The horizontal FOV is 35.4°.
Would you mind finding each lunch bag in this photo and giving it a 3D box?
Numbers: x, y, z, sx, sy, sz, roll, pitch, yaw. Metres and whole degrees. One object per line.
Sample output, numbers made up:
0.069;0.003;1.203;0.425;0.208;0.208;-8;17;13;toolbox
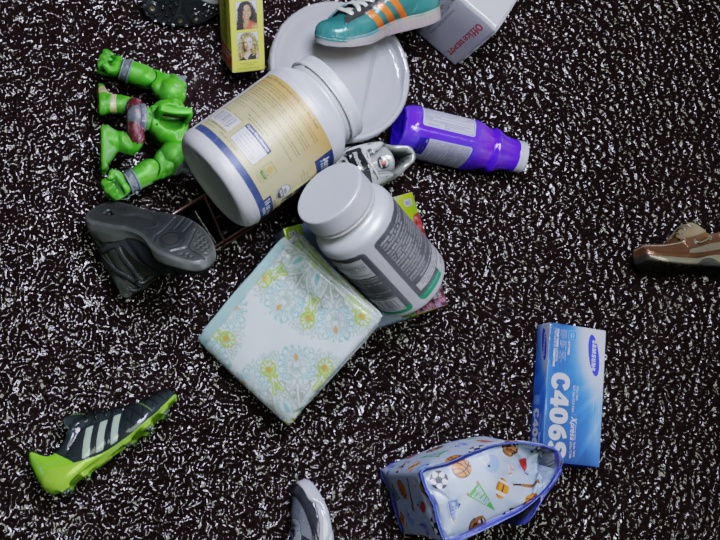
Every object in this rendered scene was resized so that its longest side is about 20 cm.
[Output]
0.154;0.284;1.512;0.199;0.170;0.124;-19;90;-21;lunch bag

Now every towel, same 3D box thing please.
-0.092;0.075;1.484;0.171;0.048;0.200;43;97;8;towel

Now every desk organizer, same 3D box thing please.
-0.174;-0.083;1.517;0.200;0.077;0.072;-35;92;-20;desk organizer

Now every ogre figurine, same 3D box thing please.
-0.284;-0.190;1.486;0.119;0.098;0.201;-1;54;-15;ogre figurine

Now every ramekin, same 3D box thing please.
-0.039;-0.266;1.585;0.201;0.094;0.203;3;79;-17;ramekin

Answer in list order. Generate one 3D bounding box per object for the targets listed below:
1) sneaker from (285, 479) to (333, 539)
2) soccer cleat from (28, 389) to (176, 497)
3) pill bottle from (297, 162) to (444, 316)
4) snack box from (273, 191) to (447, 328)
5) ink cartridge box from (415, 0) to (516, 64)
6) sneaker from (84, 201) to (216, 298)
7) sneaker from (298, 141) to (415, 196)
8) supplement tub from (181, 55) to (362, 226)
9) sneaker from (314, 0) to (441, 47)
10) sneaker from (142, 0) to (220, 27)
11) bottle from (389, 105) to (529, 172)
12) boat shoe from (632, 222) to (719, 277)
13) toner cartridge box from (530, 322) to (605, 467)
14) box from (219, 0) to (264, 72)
-0.094;0.377;1.464;0.113;0.075;0.201;-5;85;-21;sneaker
-0.325;0.202;1.428;0.200;0.068;0.081;-36;80;-20;soccer cleat
0.014;-0.039;1.439;0.200;0.113;0.113;47;67;-39;pill bottle
0.000;0.000;1.566;0.199;0.068;0.169;-18;88;-18;snack box
0.113;-0.411;1.632;0.200;0.145;0.084;39;70;-8;ink cartridge box
-0.258;-0.014;1.438;0.076;0.199;0.115;-48;141;-41;sneaker
-0.003;-0.141;1.537;0.200;0.088;0.074;-25;92;-46;sneaker
-0.110;-0.166;1.427;0.200;0.144;0.145;-38;94;-15;supplement tub
0.021;-0.358;1.519;0.199;0.071;0.080;-23;123;-28;sneaker
-0.210;-0.397;1.574;0.199;0.073;0.072;-23;128;-10;sneaker
0.146;-0.185;1.636;0.199;0.084;0.066;11;70;-15;bottle
0.504;-0.033;1.740;0.199;0.076;0.074;2;75;-26;boat shoe
0.302;0.182;1.646;0.095;0.043;0.201;9;78;-18;toner cartridge box
-0.162;-0.374;1.519;0.050;0.075;0.201;-10;122;-16;box
